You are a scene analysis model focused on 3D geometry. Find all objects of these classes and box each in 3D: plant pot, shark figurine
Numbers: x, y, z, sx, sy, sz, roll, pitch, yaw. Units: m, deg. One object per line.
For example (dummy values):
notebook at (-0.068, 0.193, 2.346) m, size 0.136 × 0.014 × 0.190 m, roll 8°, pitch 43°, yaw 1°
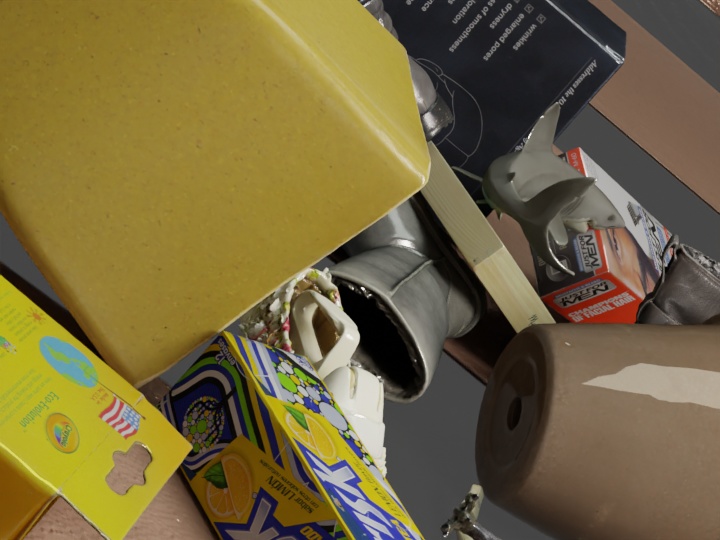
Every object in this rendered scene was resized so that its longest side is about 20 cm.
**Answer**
plant pot at (0.169, 0.110, 1.284) m, size 0.174 × 0.200 × 0.200 m, roll 14°, pitch 27°, yaw -17°
shark figurine at (0.123, -0.071, 1.441) m, size 0.128 × 0.090 × 0.214 m, roll 29°, pitch 12°, yaw 10°
plant pot at (-0.106, -0.100, 1.079) m, size 0.200 × 0.195 × 0.194 m, roll 49°, pitch 14°, yaw -22°

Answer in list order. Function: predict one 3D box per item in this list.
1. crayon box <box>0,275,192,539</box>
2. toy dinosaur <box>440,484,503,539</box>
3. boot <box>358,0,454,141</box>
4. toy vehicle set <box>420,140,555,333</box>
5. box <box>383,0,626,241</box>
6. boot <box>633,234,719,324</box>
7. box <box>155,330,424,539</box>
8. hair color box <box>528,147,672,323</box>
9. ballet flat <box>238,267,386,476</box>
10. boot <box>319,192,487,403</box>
crayon box at (-0.176, 0.047, 0.899) m, size 0.200 × 0.051 × 0.127 m, roll 41°, pitch 19°, yaw -1°
toy dinosaur at (0.077, 0.173, 1.130) m, size 0.088 × 0.047 × 0.200 m, roll 44°, pitch 11°, yaw -43°
boot at (-0.020, -0.156, 1.465) m, size 0.200 × 0.070 × 0.132 m, roll 5°, pitch -49°, yaw 55°
toy vehicle set at (0.103, 0.009, 1.472) m, size 0.200 × 0.026 × 0.124 m, roll 52°, pitch 5°, yaw -46°
box at (0.073, -0.165, 1.639) m, size 0.197 × 0.200 × 0.124 m, roll 40°, pitch 19°, yaw -4°
boot at (0.244, 0.091, 1.441) m, size 0.200 × 0.174 × 0.069 m, roll 38°, pitch 19°, yaw -11°
box at (-0.022, 0.124, 1.010) m, size 0.070 × 0.064 × 0.200 m, roll 20°, pitch 27°, yaw -48°
hair color box at (0.196, -0.005, 1.635) m, size 0.200 × 0.064 × 0.111 m, roll 32°, pitch 42°, yaw -55°
ballet flat at (-0.022, 0.064, 1.149) m, size 0.076 × 0.064 × 0.200 m, roll 29°, pitch 23°, yaw -35°
boot at (0.001, -0.002, 1.355) m, size 0.182 × 0.073 × 0.200 m, roll 43°, pitch 24°, yaw 7°
